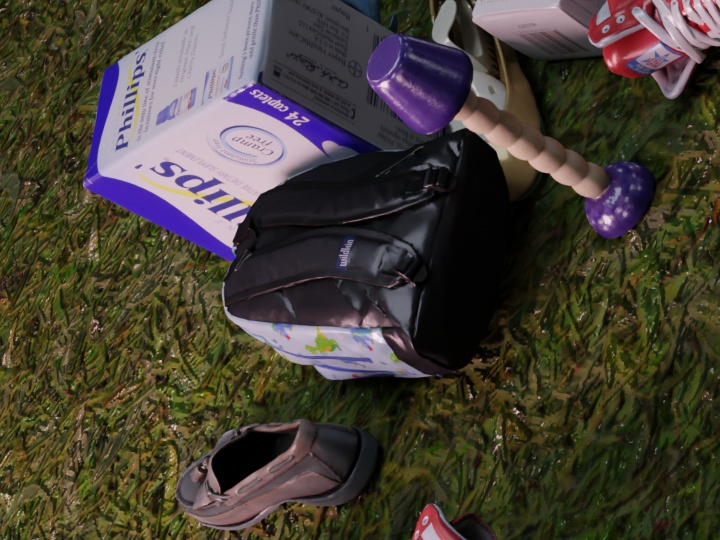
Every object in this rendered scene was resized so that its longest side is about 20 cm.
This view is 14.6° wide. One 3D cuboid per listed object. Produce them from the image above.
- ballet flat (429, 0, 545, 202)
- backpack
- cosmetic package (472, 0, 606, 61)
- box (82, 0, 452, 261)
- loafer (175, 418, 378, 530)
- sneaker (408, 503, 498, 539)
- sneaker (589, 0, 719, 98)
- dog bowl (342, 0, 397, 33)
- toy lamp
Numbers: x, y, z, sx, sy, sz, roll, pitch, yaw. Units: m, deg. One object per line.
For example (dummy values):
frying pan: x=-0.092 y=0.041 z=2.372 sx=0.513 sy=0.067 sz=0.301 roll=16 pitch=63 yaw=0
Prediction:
ballet flat: x=0.076 y=-0.125 z=1.888 sx=0.069 sy=0.063 sz=0.200 roll=-42 pitch=35 yaw=27
backpack: x=0.000 y=0.000 z=1.841 sx=0.199 sy=0.154 sz=0.164 roll=-1 pitch=64 yaw=32
cosmetic package: x=0.159 y=-0.242 z=1.858 sx=0.102 sy=0.074 sz=0.201 roll=0 pitch=66 yaw=55
box: x=-0.058 y=-0.097 z=1.948 sx=0.200 sy=0.184 sz=0.105 roll=-27 pitch=46 yaw=44
loafer: x=-0.070 y=0.127 z=1.893 sx=0.200 sy=0.063 sz=0.072 roll=-16 pitch=52 yaw=50
sneaker: x=0.023 y=0.191 z=1.695 sx=0.200 sy=0.071 sz=0.113 roll=14 pitch=78 yaw=54
sneaker: x=0.210 y=-0.159 z=1.696 sx=0.113 sy=0.071 sz=0.200 roll=-58 pitch=23 yaw=-3
dog bowl: x=-0.034 y=-0.174 z=1.988 sx=0.111 sy=0.200 sz=0.050 roll=-6 pitch=65 yaw=7
toy lamp: x=0.088 y=-0.083 z=1.700 sx=0.058 sy=0.200 sz=0.058 roll=-37 pitch=37 yaw=34
